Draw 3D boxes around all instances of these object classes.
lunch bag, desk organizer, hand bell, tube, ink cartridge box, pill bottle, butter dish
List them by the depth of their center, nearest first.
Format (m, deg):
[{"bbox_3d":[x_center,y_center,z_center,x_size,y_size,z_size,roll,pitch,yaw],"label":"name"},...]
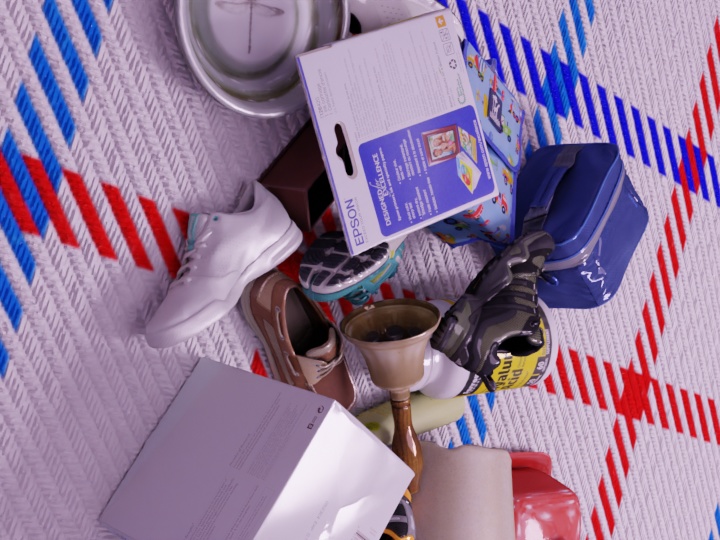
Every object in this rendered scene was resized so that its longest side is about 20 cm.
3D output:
[{"bbox_3d":[0.031,-0.138,1.240,0.199,0.047,0.199,-22,103,-31],"label":"ink cartridge box"},{"bbox_3d":[-0.010,-0.130,1.290,0.200,0.077,0.072,-53,128,-23],"label":"desk organizer"},{"bbox_3d":[0.044,0.141,1.309,0.104,0.104,0.201,-26,118,-38],"label":"hand bell"},{"bbox_3d":[0.037,0.166,1.395,0.199,0.052,0.058,-14,151,-45],"label":"tube"},{"bbox_3d":[0.120,-0.147,1.415,0.150,0.094,0.201,36,62,-46],"label":"lunch bag"},{"bbox_3d":[0.116,0.085,1.418,0.199,0.111,0.112,-5,101,-33],"label":"pill bottle"},{"bbox_3d":[0.239,-0.055,1.490,0.133,0.135,0.201,56,48,-33],"label":"lunch bag"},{"bbox_3d":[0.203,0.331,1.527,0.199,0.147,0.202,5,94,-45],"label":"butter dish"}]

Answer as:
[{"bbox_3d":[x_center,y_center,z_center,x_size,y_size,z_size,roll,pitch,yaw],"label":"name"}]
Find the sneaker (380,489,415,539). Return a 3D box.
[{"bbox_3d":[-0.026,0.300,1.312,0.200,0.077,0.078,-40,124,8],"label":"sneaker"}]

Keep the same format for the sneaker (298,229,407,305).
[{"bbox_3d":[0.000,0.000,1.299,0.200,0.077,0.080,-32,132,-61],"label":"sneaker"}]

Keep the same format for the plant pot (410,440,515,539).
[{"bbox_3d":[0.097,0.287,1.406,0.200,0.200,0.185,15,76,-44],"label":"plant pot"}]

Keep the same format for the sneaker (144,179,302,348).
[{"bbox_3d":[-0.145,-0.009,1.199,0.200,0.075,0.089,-46,113,-35],"label":"sneaker"}]

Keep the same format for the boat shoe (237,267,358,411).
[{"bbox_3d":[-0.053,0.081,1.290,0.076,0.072,0.200,-51,128,-24],"label":"boat shoe"}]

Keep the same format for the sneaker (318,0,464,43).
[{"bbox_3d":[0.027,-0.269,1.318,0.199,0.074,0.080,24,96,-39],"label":"sneaker"}]

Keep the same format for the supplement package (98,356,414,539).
[{"bbox_3d":[-0.097,0.215,1.184,0.147,0.199,0.192,47,66,-38],"label":"supplement package"}]

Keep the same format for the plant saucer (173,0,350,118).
[{"bbox_3d":[-0.100,-0.246,1.198,0.199,0.050,0.202,-8,103,-38],"label":"plant saucer"}]

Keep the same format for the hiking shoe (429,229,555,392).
[{"bbox_3d":[0.160,0.042,1.354,0.101,0.076,0.200,44,61,0],"label":"hiking shoe"}]
